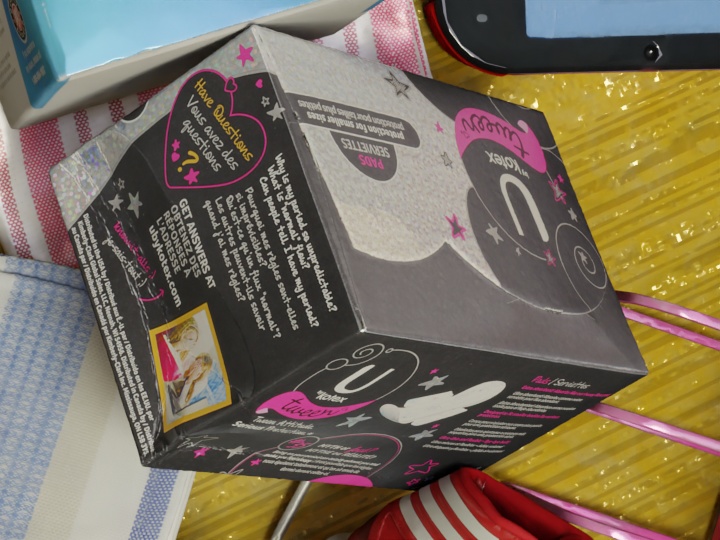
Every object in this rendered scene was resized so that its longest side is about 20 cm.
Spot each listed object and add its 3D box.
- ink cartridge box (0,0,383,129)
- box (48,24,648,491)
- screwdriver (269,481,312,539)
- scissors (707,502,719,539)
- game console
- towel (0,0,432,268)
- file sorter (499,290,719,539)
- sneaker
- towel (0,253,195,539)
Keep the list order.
[{"bbox_3d":[-0.088,-0.176,0.966,0.146,0.147,0.200,-18,91,-15],"label":"ink cartridge box"},{"bbox_3d":[0.000,0.000,0.978,0.200,0.115,0.132,12,52,-54],"label":"box"},{"bbox_3d":[0.006,0.032,1.097,0.029,0.028,0.200,39,81,-47],"label":"screwdriver"},{"bbox_3d":[0.166,0.148,1.172,0.073,0.014,0.200,30,84,-15],"label":"scissors"},{"bbox_3d":[0.122,-0.176,1.114,0.200,0.031,0.177,-3,97,-19],"label":"game console"},{"bbox_3d":[-0.068,-0.087,1.060,0.200,0.030,0.147,-16,99,-16],"label":"towel"},{"bbox_3d":[0.126,0.116,1.083,0.125,0.139,0.200,18,88,-11],"label":"file sorter"},{"bbox_3d":[0.046,0.165,0.979,0.078,0.116,0.200,12,47,-42],"label":"sneaker"},{"bbox_3d":[-0.158,0.057,0.984,0.200,0.024,0.147,13,63,3],"label":"towel"}]
